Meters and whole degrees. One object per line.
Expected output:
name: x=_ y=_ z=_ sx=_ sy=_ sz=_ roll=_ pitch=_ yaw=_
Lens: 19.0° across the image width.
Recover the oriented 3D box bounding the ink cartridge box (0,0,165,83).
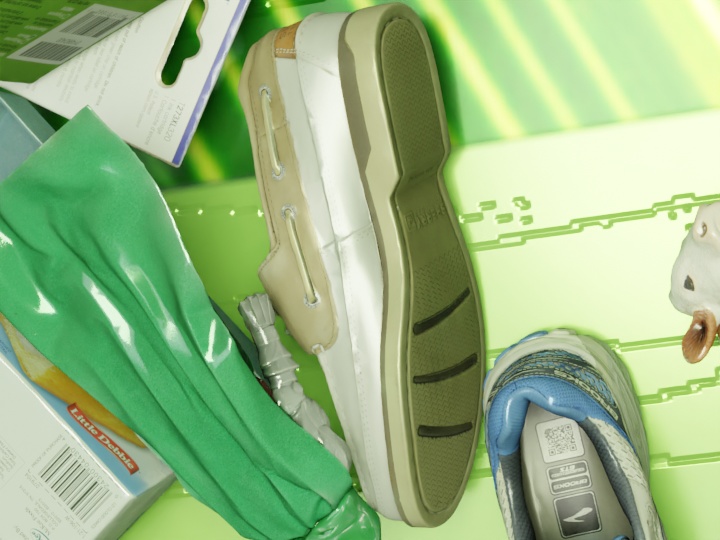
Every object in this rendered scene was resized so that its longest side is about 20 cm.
ink cartridge box: x=-0.161 y=-0.175 z=0.781 sx=0.076 sy=0.148 sz=0.200 roll=-29 pitch=85 yaw=13

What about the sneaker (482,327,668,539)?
sneaker: x=0.091 y=0.123 z=0.811 sx=0.077 sy=0.085 sz=0.200 roll=-23 pitch=89 yaw=13

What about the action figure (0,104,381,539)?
action figure: x=-0.062 y=0.038 z=0.805 sx=0.200 sy=0.055 sz=0.118 roll=49 pitch=134 yaw=-7

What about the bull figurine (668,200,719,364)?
bull figurine: x=0.191 y=0.056 z=0.786 sx=0.121 sy=0.065 sz=0.200 roll=-19 pitch=98 yaw=46

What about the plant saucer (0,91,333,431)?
plant saucer: x=-0.089 y=0.016 z=0.863 sx=0.200 sy=0.019 sz=0.070 roll=46 pitch=135 yaw=5

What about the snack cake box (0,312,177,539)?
snack cake box: x=-0.179 y=0.048 z=0.868 sx=0.200 sy=0.067 sz=0.115 roll=47 pitch=111 yaw=5

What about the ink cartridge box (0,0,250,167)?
ink cartridge box: x=-0.138 y=-0.124 z=0.869 sx=0.200 sy=0.037 sz=0.095 roll=26 pitch=98 yaw=12

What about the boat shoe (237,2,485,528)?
boat shoe: x=0.000 y=0.000 z=0.834 sx=0.068 sy=0.075 sz=0.201 roll=-5 pitch=93 yaw=29
